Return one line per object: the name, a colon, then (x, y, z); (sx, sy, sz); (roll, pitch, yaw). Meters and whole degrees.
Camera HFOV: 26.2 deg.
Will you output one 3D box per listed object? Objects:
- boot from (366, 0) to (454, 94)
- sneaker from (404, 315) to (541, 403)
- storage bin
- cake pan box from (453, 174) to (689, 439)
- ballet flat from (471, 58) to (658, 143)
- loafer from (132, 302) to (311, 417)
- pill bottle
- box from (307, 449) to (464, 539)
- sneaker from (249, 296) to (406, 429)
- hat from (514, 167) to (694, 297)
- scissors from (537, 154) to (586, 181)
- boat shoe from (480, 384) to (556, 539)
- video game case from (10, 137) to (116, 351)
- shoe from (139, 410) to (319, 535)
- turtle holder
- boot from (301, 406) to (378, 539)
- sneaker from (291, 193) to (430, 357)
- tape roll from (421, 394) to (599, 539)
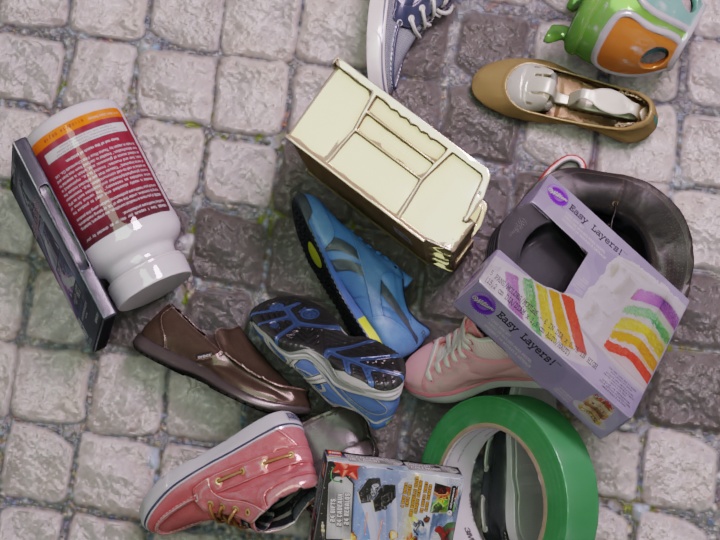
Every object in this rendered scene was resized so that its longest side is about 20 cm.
boot: (0.058, -0.276, 1.627); (0.090, 0.073, 0.201); (4, 82, 9)
sneaker: (0.109, 0.071, 1.529); (0.199, 0.105, 0.076); (-9, 49, 36)
storage bin: (0.036, -0.096, 1.541); (0.198, 0.200, 0.094); (37, 87, 7)
cake pan box: (0.199, 0.028, 1.457); (0.200, 0.052, 0.184); (43, 45, -3)
ballet flat: (0.214, -0.185, 1.613); (0.199, 0.063, 0.069); (13, 83, 5)
loafer: (-0.135, 0.090, 1.587); (0.199, 0.073, 0.071); (25, 84, 7)
pill bottle: (-0.256, -0.066, 1.595); (0.113, 0.113, 0.201); (-28, 82, -1)
box: (0.015, 0.281, 1.499); (0.136, 0.040, 0.201); (9, 99, -9)
sneaker: (-0.040, 0.093, 1.569); (0.076, 0.077, 0.200); (-30, 47, -34)
hat: (0.233, -0.007, 1.577); (0.199, 0.081, 0.202); (1, 83, -8)
scissors: (0.176, -0.034, 1.623); (0.073, 0.014, 0.200); (44, 88, 5)
boat shoe: (0.153, 0.180, 1.567); (0.060, 0.075, 0.201); (-7, 71, 47)
video game case: (-0.305, -0.023, 1.579); (0.019, 0.143, 0.201); (-27, 82, -19)
shoe: (-0.130, 0.229, 1.543); (0.200, 0.071, 0.091); (-34, 55, 13)
turtle holder: (0.284, -0.275, 1.597); (0.131, 0.186, 0.141); (29, 117, 6)
boot: (-0.045, 0.240, 1.577); (0.199, 0.069, 0.175); (-30, 77, -5)
sneaker: (0.000, 0.000, 1.604); (0.078, 0.066, 0.201); (-29, 82, -14)
tape roll: (0.139, 0.221, 1.496); (0.048, 0.200, 0.202); (1, 88, -42)
